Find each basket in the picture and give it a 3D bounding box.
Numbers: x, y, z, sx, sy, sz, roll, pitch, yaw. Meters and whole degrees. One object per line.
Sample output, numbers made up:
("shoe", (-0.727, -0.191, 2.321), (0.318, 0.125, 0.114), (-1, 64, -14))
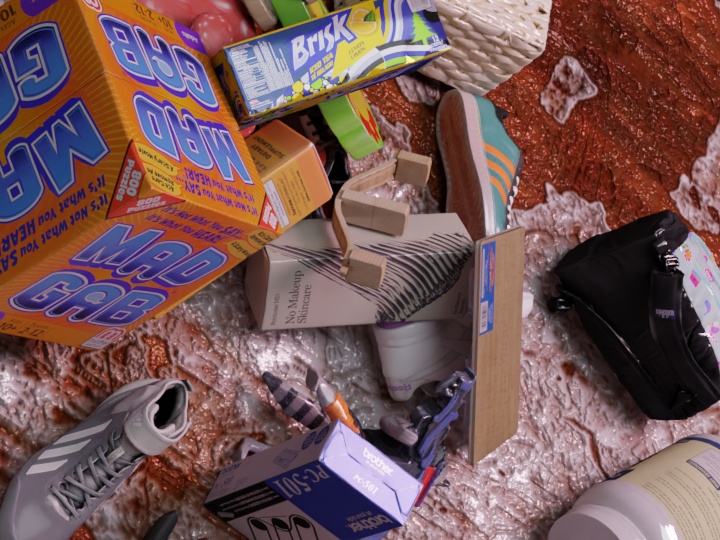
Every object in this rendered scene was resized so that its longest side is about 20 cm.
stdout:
("basket", (0.080, -0.273, 1.813), (0.199, 0.135, 0.124), (21, 59, -26))

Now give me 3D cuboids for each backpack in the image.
("backpack", (0.307, 0.047, 1.851), (0.127, 0.166, 0.201), (-42, 105, -41))

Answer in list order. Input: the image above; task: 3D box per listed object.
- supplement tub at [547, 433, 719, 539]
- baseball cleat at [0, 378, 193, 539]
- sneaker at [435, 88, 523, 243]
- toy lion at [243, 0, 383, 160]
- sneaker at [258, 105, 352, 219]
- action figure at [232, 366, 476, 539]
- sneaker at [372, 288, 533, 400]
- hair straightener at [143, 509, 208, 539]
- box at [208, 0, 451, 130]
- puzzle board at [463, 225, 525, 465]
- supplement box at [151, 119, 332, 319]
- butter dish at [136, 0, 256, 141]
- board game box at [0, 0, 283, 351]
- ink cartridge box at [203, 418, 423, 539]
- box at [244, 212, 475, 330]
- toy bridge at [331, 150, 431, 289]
("supplement tub", (0.291, 0.255, 1.768), (0.199, 0.145, 0.146), (-21, 86, -37))
("baseball cleat", (-0.213, 0.152, 1.488), (0.070, 0.106, 0.200), (49, 56, -16))
("sneaker", (0.129, -0.085, 1.821), (0.080, 0.071, 0.201), (9, 64, -30))
("toy lion", (-0.034, -0.196, 1.690), (0.192, 0.068, 0.200), (61, 9, -11))
("sneaker", (-0.037, -0.114, 1.716), (0.077, 0.082, 0.201), (-8, 78, -35))
("action figure", (0.011, 0.139, 1.634), (0.193, 0.200, 0.105), (28, 16, -31))
("sneaker", (0.089, 0.066, 1.759), (0.199, 0.075, 0.100), (-17, 107, -39))
("hair straightener", (-0.210, 0.269, 1.498), (0.077, 0.041, 0.200), (47, 59, -11))
("box", (-0.028, -0.180, 1.554), (0.199, 0.070, 0.065), (-20, 89, -23))
("puzzle board", (0.122, 0.065, 1.686), (0.151, 0.017, 0.201), (-18, 110, -69))
("supplement box", (-0.126, -0.046, 1.593), (0.200, 0.066, 0.069), (-37, 132, -16))
("butter dish", (-0.159, -0.181, 1.616), (0.199, 0.148, 0.201), (7, 69, -32))
("board game box", (-0.220, -0.080, 1.439), (0.200, 0.199, 0.201), (19, 44, -62))
("ink cartridge box", (-0.043, 0.187, 1.531), (0.094, 0.200, 0.044), (39, 56, -17))
("box", (0.000, 0.000, 1.659), (0.199, 0.083, 0.069), (-4, 36, -18))
("toy bridge", (0.010, -0.051, 1.639), (0.067, 0.027, 0.200), (15, 35, 8))
